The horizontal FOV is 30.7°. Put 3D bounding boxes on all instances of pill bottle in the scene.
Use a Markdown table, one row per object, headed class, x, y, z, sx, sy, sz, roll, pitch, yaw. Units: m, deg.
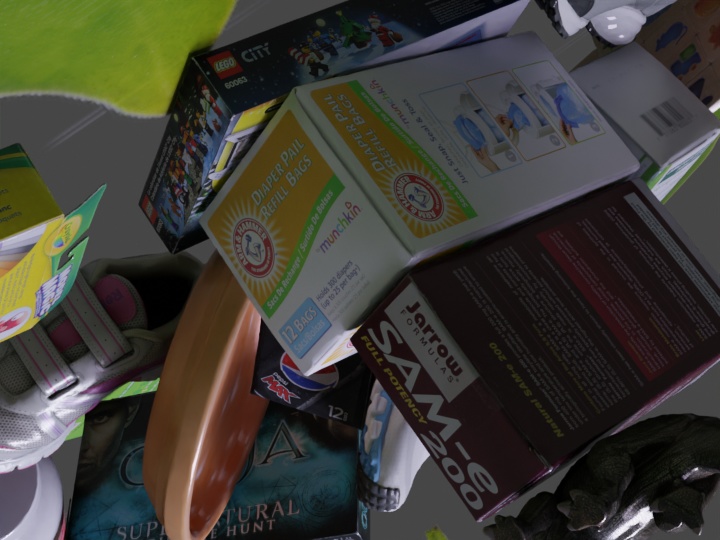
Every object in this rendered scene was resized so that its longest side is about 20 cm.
| class | x | y | z | sx | sy | sz | roll | pitch | yaw |
| --- | --- | --- | --- | --- | --- | --- | --- | --- | --- |
| pill bottle | -0.252 | 0.162 | 0.865 | 0.112 | 0.112 | 0.200 | -30 | 167 | -22 |

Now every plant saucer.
| class | x | y | z | sx | sy | sz | roll | pitch | yaw |
| --- | --- | --- | --- | --- | --- | --- | --- | --- | --- |
| plant saucer | -0.079 | 0.058 | 0.756 | 0.200 | 0.037 | 0.200 | 18 | 90 | -84 |

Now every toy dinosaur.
| class | x | y | z | sx | sy | sz | roll | pitch | yaw |
| --- | --- | --- | --- | --- | --- | --- | --- | --- | --- |
| toy dinosaur | 0.117 | 0.098 | 0.574 | 0.200 | 0.077 | 0.102 | -53 | 171 | 31 |

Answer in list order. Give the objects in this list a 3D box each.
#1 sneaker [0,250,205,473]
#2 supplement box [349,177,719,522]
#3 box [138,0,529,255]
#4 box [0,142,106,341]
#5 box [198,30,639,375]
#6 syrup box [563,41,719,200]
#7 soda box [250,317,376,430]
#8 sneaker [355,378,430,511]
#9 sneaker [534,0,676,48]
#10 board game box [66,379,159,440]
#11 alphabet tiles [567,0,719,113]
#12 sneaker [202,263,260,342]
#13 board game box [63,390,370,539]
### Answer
| class | x | y | z | sx | sy | sz | roll | pitch | yaw |
| --- | --- | --- | --- | --- | --- | --- | --- | --- | --- |
| sneaker | -0.162 | 0.039 | 0.744 | 0.200 | 0.081 | 0.088 | -33 | 165 | -38 |
| supplement box | 0.103 | 0.032 | 0.654 | 0.200 | 0.109 | 0.061 | -21 | 159 | -44 |
| box | -0.014 | -0.091 | 0.705 | 0.200 | 0.038 | 0.137 | -27 | 165 | -32 |
| box | -0.211 | 0.013 | 0.574 | 0.200 | 0.048 | 0.117 | -24 | 163 | -32 |
| box | 0.034 | -0.041 | 0.692 | 0.200 | 0.101 | 0.113 | -21 | 161 | -46 |
| syrup box | 0.125 | -0.039 | 0.819 | 0.079 | 0.081 | 0.200 | -29 | 160 | -42 |
| soda box | 0.000 | 0.000 | 0.786 | 0.200 | 0.071 | 0.063 | -64 | 169 | -52 |
| sneaker | 0.057 | 0.060 | 0.734 | 0.200 | 0.087 | 0.075 | -63 | 169 | -47 |
| sneaker | 0.130 | -0.169 | 0.691 | 0.079 | 0.074 | 0.200 | -32 | 173 | 26 |
| board game box | -0.170 | 0.087 | 0.996 | 0.096 | 0.030 | 0.200 | -39 | 164 | 24 |
| alphabet tiles | 0.211 | -0.157 | 0.835 | 0.008 | 0.167 | 0.200 | 32 | 122 | -29 |
| sneaker | -0.061 | 0.014 | 0.924 | 0.200 | 0.081 | 0.075 | 12 | 98 | -64 |
| board game box | -0.092 | 0.131 | 0.854 | 0.200 | 0.135 | 0.028 | -11 | 140 | 13 |
